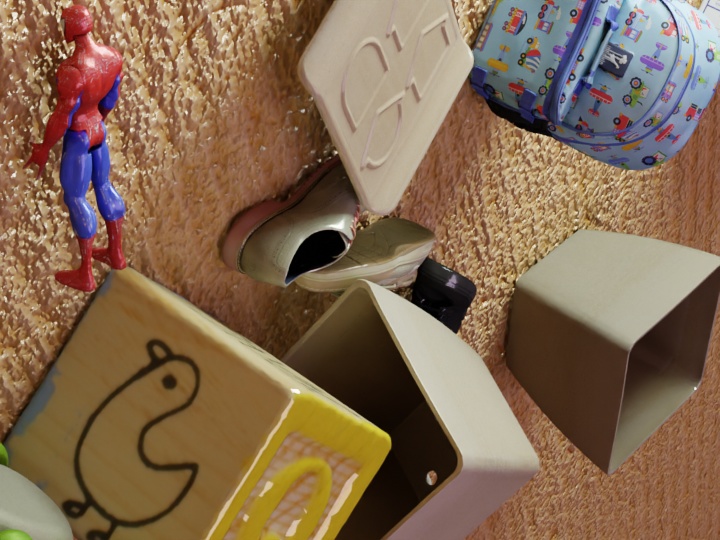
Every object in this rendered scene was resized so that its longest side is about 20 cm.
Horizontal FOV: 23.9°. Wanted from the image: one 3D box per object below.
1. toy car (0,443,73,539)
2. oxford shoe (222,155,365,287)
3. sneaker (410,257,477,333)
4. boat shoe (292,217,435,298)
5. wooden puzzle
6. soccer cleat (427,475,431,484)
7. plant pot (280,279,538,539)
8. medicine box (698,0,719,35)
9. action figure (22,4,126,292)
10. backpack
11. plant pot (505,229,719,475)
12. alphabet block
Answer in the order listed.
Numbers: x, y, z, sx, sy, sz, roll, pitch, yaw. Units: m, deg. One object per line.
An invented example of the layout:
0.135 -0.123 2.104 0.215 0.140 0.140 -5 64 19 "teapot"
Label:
-0.307 0.225 1.181 0.200 0.164 0.158 -49 151 3 "toy car"
-0.026 -0.039 1.452 0.200 0.074 0.071 -36 144 -36 "oxford shoe"
0.068 0.059 1.685 0.105 0.060 0.200 -61 170 -8 "sneaker"
0.000 0.000 1.539 0.199 0.072 0.066 -18 131 -58 "boat shoe"
0.016 -0.173 1.404 0.186 0.046 0.200 -61 149 -21 "wooden puzzle"
-0.014 0.198 1.649 0.199 0.070 0.086 19 127 -42 "soccer cleat"
0.037 0.155 1.509 0.176 0.201 0.200 11 131 -49 "plant pot"
0.494 -0.334 1.973 0.182 0.103 0.201 7 111 -59 "medicine box"
-0.192 -0.087 1.171 0.065 0.051 0.202 -34 138 -47 "action figure"
0.222 -0.195 1.570 0.184 0.199 0.134 -61 151 7 "backpack"
0.276 0.069 1.927 0.199 0.176 0.201 -36 144 -36 "plant pot"
-0.128 0.144 1.334 0.196 0.199 0.196 -59 151 -1 "alphabet block"
